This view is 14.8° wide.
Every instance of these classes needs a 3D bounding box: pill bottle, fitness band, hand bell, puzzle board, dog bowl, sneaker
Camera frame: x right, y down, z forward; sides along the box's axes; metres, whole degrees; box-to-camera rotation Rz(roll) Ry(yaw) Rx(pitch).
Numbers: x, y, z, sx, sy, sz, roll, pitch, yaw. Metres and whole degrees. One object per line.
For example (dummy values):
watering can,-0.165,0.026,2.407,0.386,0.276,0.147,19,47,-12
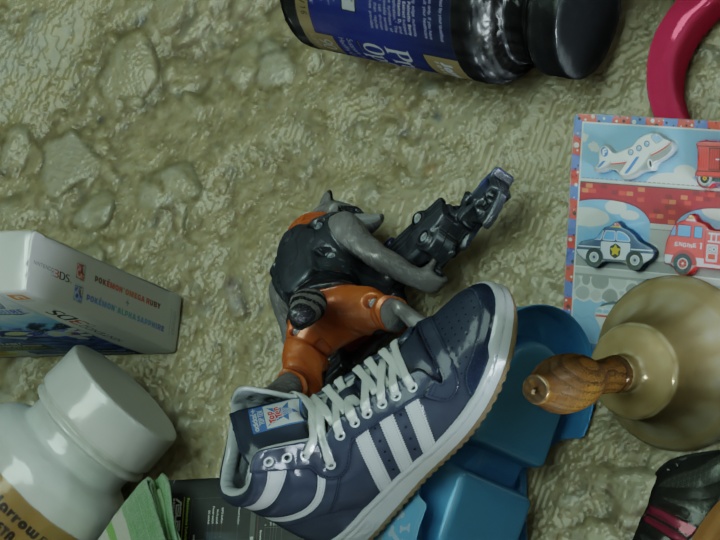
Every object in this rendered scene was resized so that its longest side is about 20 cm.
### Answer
pill bottle,-0.216,0.150,1.771,0.200,0.114,0.114,-47,59,8
fitness band,0.267,-0.130,1.649,0.199,0.037,0.145,-21,63,20
hand bell,0.139,0.060,1.547,0.104,0.200,0.105,2,94,29
pill bottle,0.057,-0.178,1.729,0.199,0.112,0.113,14,82,31
puzzle board,0.211,-0.012,1.626,0.199,0.017,0.152,5,94,30
dog bowl,0.070,0.114,1.637,0.049,0.111,0.201,12,80,46
sneaker,0.192,0.155,1.586,0.200,0.077,0.084,-37,44,10
sneaker,-0.002,0.075,1.568,0.200,0.108,0.070,-53,32,24

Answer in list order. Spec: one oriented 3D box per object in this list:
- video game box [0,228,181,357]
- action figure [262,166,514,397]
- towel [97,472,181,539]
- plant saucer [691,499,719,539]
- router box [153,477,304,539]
video game box,-0.246,0.018,1.789,0.199,0.182,0.047,-3,73,28
action figure,0.000,0.000,1.684,0.200,0.104,0.194,-46,22,15
towel,-0.154,0.242,1.701,0.200,0.023,0.153,-54,39,33
plant saucer,0.261,0.196,1.470,0.037,0.199,0.202,145,130,-64
router box,-0.059,0.226,1.694,0.149,0.062,0.201,-5,72,28
